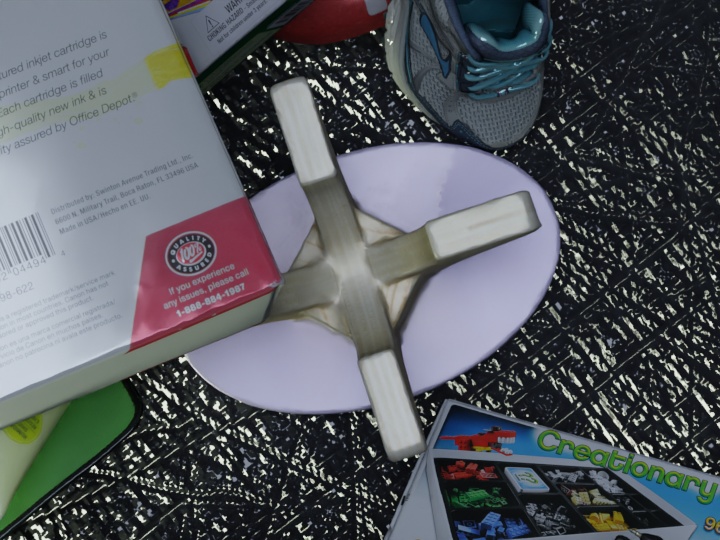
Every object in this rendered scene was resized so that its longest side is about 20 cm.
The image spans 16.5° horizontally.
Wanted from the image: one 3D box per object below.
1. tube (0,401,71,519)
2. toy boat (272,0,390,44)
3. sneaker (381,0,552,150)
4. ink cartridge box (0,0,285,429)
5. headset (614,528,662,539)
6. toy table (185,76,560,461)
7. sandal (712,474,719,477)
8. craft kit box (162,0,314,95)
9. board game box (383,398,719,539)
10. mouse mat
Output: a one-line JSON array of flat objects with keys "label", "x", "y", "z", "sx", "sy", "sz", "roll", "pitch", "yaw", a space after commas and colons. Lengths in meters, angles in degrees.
[{"label": "tube", "x": -0.146, "y": 0.027, "z": 1.173, "sx": 0.058, "sy": 0.052, "sz": 0.200, "roll": 13, "pitch": 48, "yaw": 29}, {"label": "toy boat", "x": 0.008, "y": -0.195, "z": 1.212, "sx": 0.199, "sy": 0.131, "sz": 0.131, "roll": -24, "pitch": 85, "yaw": 1}, {"label": "sneaker", "x": 0.055, "y": -0.117, "z": 1.177, "sx": 0.077, "sy": 0.201, "sz": 0.087, "roll": -27, "pitch": 50, "yaw": -7}, {"label": "ink cartridge box", "x": -0.140, "y": -0.050, "z": 1.113, "sx": 0.144, "sy": 0.083, "sz": 0.201, "roll": -22, "pitch": 82, "yaw": -9}, {"label": "headset", "x": 0.057, "y": 0.187, "z": 1.086, "sx": 0.200, "sy": 0.094, "sz": 0.124, "roll": -41, "pitch": 119, "yaw": -22}, {"label": "toy table", "x": 0.000, "y": 0.000, "z": 1.209, "sx": 0.199, "sy": 0.117, "sz": 0.185, "roll": -30, "pitch": 86, "yaw": 2}, {"label": "sandal", "x": 0.118, "y": 0.183, "z": 1.215, "sx": 0.078, "sy": 0.070, "sz": 0.212, "roll": 43, "pitch": 89, "yaw": 4}, {"label": "craft kit box", "x": -0.145, "y": -0.159, "z": 1.215, "sx": 0.200, "sy": 0.048, "sz": 0.198, "roll": -38, "pitch": 81, "yaw": 31}, {"label": "board game box", "x": 0.111, "y": 0.146, "z": 1.187, "sx": 0.199, "sy": 0.035, "sz": 0.127, "roll": 16, "pitch": 60, "yaw": 18}, {"label": "mouse mat", "x": -0.204, "y": 0.092, "z": 1.210, "sx": 0.200, "sy": 0.161, "sz": 0.008, "roll": -39, "pitch": 128, "yaw": 0}]
